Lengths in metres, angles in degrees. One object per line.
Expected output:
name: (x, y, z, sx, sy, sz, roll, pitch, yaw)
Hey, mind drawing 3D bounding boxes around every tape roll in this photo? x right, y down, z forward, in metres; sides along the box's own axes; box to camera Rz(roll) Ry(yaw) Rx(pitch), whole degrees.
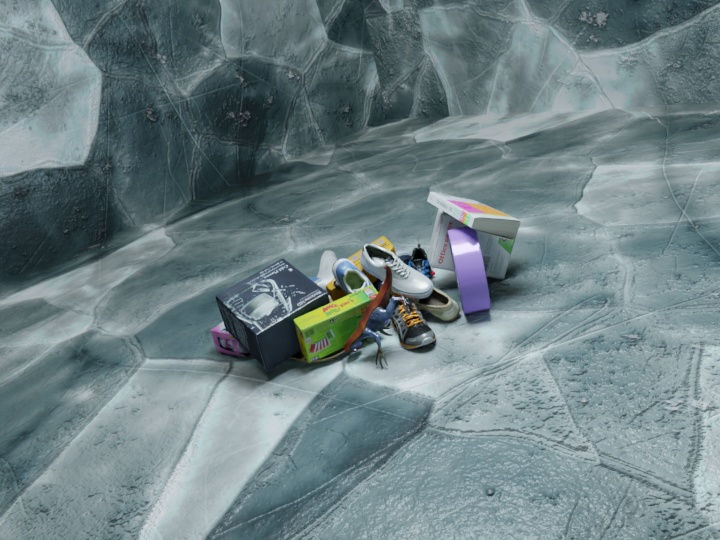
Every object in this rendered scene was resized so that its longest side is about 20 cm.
tape roll: (0.255, -0.003, 1.572, 0.065, 0.201, 0.200, -11, 22, 8)

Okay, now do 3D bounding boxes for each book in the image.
book: (0.262, -0.136, 1.571, 0.133, 0.048, 0.200, 8, 19, -28)

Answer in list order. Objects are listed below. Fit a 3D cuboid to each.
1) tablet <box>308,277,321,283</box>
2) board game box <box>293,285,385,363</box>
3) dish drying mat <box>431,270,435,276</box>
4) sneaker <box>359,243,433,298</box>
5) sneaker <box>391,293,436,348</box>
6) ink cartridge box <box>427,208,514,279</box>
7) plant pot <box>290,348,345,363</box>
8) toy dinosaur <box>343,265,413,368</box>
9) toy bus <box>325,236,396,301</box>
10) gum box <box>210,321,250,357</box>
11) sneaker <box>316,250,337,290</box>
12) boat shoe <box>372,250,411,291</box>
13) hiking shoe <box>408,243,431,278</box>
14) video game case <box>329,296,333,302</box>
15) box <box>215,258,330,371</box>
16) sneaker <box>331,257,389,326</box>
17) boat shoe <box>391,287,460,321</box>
tablet: (-0.211, 0.061, 1.786, 0.130, 0.014, 0.200, 3, 25, 40)
board game box: (-0.045, 0.121, 1.519, 0.199, 0.102, 0.048, -23, 38, -18)
dish drying mat: (0.104, 0.037, 1.819, 0.199, 0.018, 0.077, -23, 24, -20)
sneaker: (0.081, 0.001, 1.578, 0.199, 0.071, 0.073, 25, 63, 20)
sneaker: (0.112, 0.116, 1.542, 0.078, 0.078, 0.200, -18, 23, -13)
ink cartridge box: (0.282, -0.071, 1.704, 0.198, 0.147, 0.084, 10, 20, -8)
plant pot: (-0.097, 0.155, 1.597, 0.198, 0.028, 0.201, -7, 36, 5)
toy dinosaur: (0.028, 0.108, 1.483, 0.181, 0.201, 0.105, -24, 4, 13)
toy bus: (0.000, 0.000, 1.679, 0.199, 0.065, 0.078, -33, 47, -11)
gum box: (-0.279, 0.147, 1.724, 0.113, 0.067, 0.200, 4, 27, 39)
sneaker: (-0.060, 0.002, 1.948, 0.115, 0.074, 0.200, -9, 32, 10)
boat shoe: (0.088, 0.014, 1.761, 0.200, 0.071, 0.091, -27, 40, -36)
hiking shoe: (0.147, 0.017, 1.730, 0.074, 0.087, 0.200, -11, 32, 9)
video game case: (-0.026, 0.099, 1.716, 0.199, 0.023, 0.182, -21, 30, -15)
box: (-0.200, 0.099, 1.571, 0.199, 0.125, 0.196, -31, 44, -25)
sneaker: (0.003, 0.062, 1.592, 0.076, 0.200, 0.077, -41, 16, -4)
boat shoe: (0.148, 0.060, 1.613, 0.199, 0.065, 0.072, 24, 72, 40)
